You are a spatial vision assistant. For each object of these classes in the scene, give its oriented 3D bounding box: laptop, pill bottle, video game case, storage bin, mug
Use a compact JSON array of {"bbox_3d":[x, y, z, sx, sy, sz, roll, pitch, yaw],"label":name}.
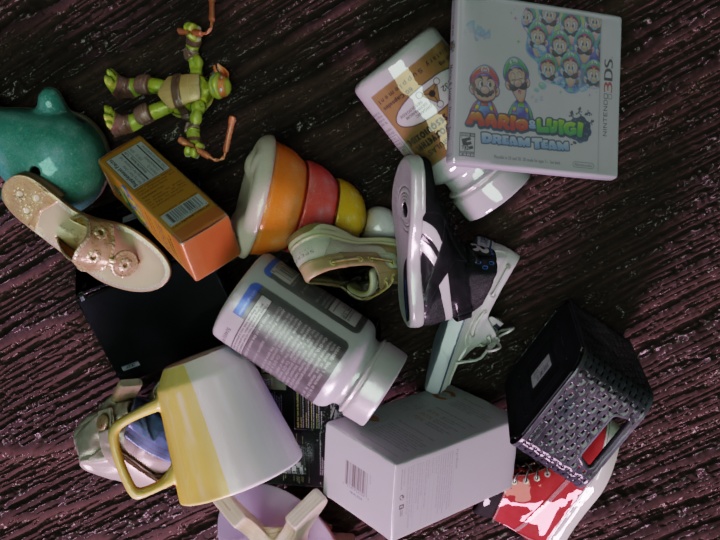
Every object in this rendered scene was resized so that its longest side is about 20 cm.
[{"bbox_3d":[-0.247,0.005,1.177,0.177,0.200,0.103,-20,144,12],"label":"laptop"},{"bbox_3d":[-0.054,0.080,1.078,0.200,0.114,0.114,34,107,2],"label":"pill bottle"},{"bbox_3d":[0.189,-0.196,1.035,0.200,0.024,0.182,3,87,-18],"label":"video game case"},{"bbox_3d":[0.243,0.135,1.100,0.094,0.200,0.135,33,108,-3],"label":"storage bin"},{"bbox_3d":[0.096,-0.160,1.076,0.114,0.114,0.200,-36,99,15],"label":"pill bottle"},{"bbox_3d":[-0.174,0.174,1.096,0.149,0.186,0.153,-18,93,43],"label":"mug"}]

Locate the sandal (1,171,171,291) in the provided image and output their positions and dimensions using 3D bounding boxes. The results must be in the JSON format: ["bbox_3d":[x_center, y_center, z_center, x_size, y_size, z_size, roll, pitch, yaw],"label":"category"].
[{"bbox_3d":[-0.318,-0.031,1.080,0.212,0.070,0.078,34,108,-5],"label":"sandal"}]

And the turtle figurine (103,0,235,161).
[{"bbox_3d":[-0.216,-0.216,1.124,0.161,0.064,0.200,-6,84,12],"label":"turtle figurine"}]

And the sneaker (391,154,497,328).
[{"bbox_3d":[0.098,-0.038,1.073,0.112,0.073,0.200,-8,115,-14],"label":"sneaker"}]

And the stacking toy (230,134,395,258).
[{"bbox_3d":[-0.044,-0.067,1.128,0.200,0.146,0.146,13,108,-13],"label":"stacking toy"}]

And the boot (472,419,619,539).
[{"bbox_3d":[0.225,0.248,1.207,0.144,0.072,0.200,27,111,0],"label":"boot"}]

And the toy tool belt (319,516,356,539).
[{"bbox_3d":[-0.098,0.411,1.258,0.123,0.125,0.200,34,100,-18],"label":"toy tool belt"}]

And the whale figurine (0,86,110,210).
[{"bbox_3d":[-0.400,-0.144,1.144,0.200,0.104,0.159,29,108,-4],"label":"whale figurine"}]

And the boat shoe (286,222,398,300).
[{"bbox_3d":[0.000,0.000,1.106,0.074,0.200,0.067,-36,58,38],"label":"boat shoe"}]

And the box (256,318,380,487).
[{"bbox_3d":[-0.059,0.163,1.205,0.163,0.086,0.200,2,106,7],"label":"box"}]

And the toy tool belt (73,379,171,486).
[{"bbox_3d":[-0.243,0.205,1.189,0.200,0.125,0.123,29,107,-40],"label":"toy tool belt"}]

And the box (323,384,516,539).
[{"bbox_3d":[0.072,0.219,1.133,0.124,0.200,0.098,22,116,47],"label":"box"}]

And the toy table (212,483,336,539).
[{"bbox_3d":[-0.106,0.337,1.153,0.200,0.117,0.184,32,78,19],"label":"toy table"}]

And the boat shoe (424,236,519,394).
[{"bbox_3d":[0.145,0.065,1.165,0.086,0.075,0.202,19,98,-2],"label":"boat shoe"}]

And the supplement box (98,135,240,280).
[{"bbox_3d":[-0.220,-0.075,1.099,0.069,0.200,0.067,-33,140,-18],"label":"supplement box"}]
